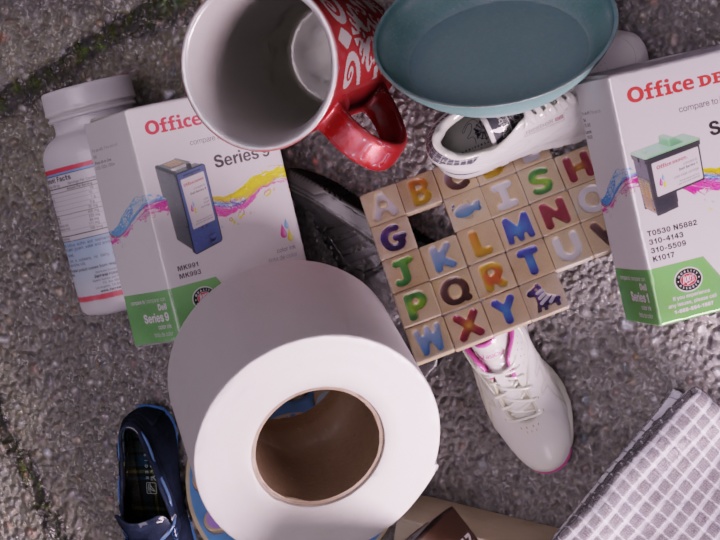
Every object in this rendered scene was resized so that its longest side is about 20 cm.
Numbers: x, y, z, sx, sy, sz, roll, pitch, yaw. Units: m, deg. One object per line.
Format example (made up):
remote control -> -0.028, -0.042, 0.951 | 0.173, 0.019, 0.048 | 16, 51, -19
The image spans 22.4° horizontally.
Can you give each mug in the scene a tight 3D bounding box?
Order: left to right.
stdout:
mug -> -0.041, -0.155, 1.501 | 0.133, 0.200, 0.178 | -20, 92, 21

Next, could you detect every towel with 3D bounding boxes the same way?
towel -> 0.265, 0.211, 1.472 | 0.165, 0.086, 0.200 | 41, 78, 9

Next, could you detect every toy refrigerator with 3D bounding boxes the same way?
toy refrigerator -> 0.131, 0.259, 1.575 | 0.199, 0.076, 0.070 | 12, 103, 17

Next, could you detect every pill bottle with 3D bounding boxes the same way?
pill bottle -> -0.221, -0.068, 1.627 | 0.108, 0.109, 0.201 | -12, 94, 21

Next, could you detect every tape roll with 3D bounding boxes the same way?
tape roll -> -0.049, 0.110, 1.474 | 0.201, 0.139, 0.204 | -7, 117, -13

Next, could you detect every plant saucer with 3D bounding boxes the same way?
plant saucer -> 0.110, -0.183, 1.470 | 0.199, 0.201, 0.036 | 4, 135, 19

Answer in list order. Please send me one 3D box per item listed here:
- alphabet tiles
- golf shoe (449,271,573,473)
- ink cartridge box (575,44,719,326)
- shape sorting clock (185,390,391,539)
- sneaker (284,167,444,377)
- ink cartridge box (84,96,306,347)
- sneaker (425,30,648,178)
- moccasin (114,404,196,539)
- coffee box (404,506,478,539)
alphabet tiles -> 0.114, -0.028, 1.507 | 0.199, 0.008, 0.168 | -21, 61, 4
golf shoe -> 0.121, 0.084, 1.542 | 0.075, 0.091, 0.201 | -22, 92, 20
ink cartridge box -> 0.267, -0.072, 1.439 | 0.144, 0.084, 0.201 | -14, 95, -9
shape sorting clock -> -0.057, 0.176, 1.598 | 0.199, 0.039, 0.201 | -2, 67, 5
sneaker -> 0.001, 0.000, 1.586 | 0.199, 0.060, 0.105 | 30, 103, 9
ink cartridge box -> -0.138, -0.049, 1.565 | 0.087, 0.145, 0.201 | -11, 93, 55
sneaker -> 0.146, -0.135, 1.489 | 0.199, 0.080, 0.077 | -30, 80, 5
moccasin -> -0.203, 0.228, 1.691 | 0.080, 0.068, 0.201 | -9, 96, 20
coffee box -> 0.052, 0.278, 1.458 | 0.080, 0.200, 0.115 | -40, 85, 19
